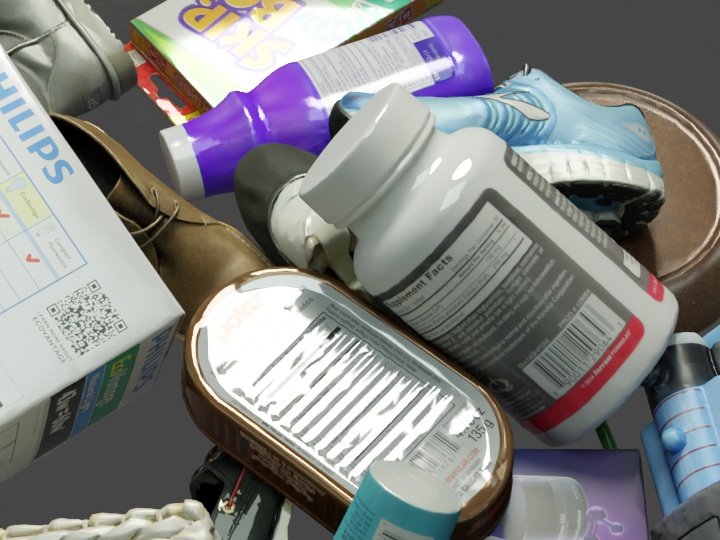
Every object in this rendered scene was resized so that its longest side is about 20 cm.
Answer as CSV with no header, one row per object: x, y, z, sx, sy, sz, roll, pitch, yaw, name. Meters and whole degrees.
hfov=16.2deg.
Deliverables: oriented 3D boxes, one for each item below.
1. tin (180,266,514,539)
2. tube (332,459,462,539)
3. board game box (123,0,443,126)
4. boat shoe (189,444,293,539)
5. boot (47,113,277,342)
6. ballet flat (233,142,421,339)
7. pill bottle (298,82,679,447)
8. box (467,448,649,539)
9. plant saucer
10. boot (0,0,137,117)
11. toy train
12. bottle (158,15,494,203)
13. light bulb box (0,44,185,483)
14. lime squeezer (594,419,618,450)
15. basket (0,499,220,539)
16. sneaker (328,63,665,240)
-0.007,0.073,1.348,0.200,0.042,0.112,35,56,20,tin
-0.010,0.194,1.283,0.077,0.201,0.050,31,17,21,tube
-0.052,-0.159,1.599,0.200,0.030,0.096,-34,64,-21,board game box
-0.061,0.117,1.379,0.063,0.074,0.202,17,61,-1,boat shoe
-0.119,-0.019,1.453,0.200,0.075,0.074,39,85,12,boot
0.000,0.000,1.436,0.068,0.068,0.200,-38,80,-10,ballet flat
0.066,-0.007,1.369,0.200,0.111,0.111,41,59,-10,pill bottle
0.084,0.198,1.334,0.141,0.079,0.201,-1,56,-2,box
0.145,-0.041,1.527,0.199,0.035,0.201,2,57,-3,plant saucer
-0.259,-0.117,1.537,0.200,0.073,0.182,-36,64,-17,boot
0.207,0.116,1.369,0.114,0.087,0.201,20,45,-40,toy train
-0.020,-0.092,1.524,0.199,0.065,0.084,-19,38,-10,bottle
-0.236,0.016,1.381,0.200,0.125,0.199,-31,79,-23,light bulb box
0.077,0.027,1.460,0.200,0.038,0.071,31,81,15,lime squeezer
-0.142,0.230,1.197,0.197,0.200,0.161,-8,57,-1,basket
0.079,-0.076,1.484,0.199,0.078,0.090,10,56,-8,sneaker
